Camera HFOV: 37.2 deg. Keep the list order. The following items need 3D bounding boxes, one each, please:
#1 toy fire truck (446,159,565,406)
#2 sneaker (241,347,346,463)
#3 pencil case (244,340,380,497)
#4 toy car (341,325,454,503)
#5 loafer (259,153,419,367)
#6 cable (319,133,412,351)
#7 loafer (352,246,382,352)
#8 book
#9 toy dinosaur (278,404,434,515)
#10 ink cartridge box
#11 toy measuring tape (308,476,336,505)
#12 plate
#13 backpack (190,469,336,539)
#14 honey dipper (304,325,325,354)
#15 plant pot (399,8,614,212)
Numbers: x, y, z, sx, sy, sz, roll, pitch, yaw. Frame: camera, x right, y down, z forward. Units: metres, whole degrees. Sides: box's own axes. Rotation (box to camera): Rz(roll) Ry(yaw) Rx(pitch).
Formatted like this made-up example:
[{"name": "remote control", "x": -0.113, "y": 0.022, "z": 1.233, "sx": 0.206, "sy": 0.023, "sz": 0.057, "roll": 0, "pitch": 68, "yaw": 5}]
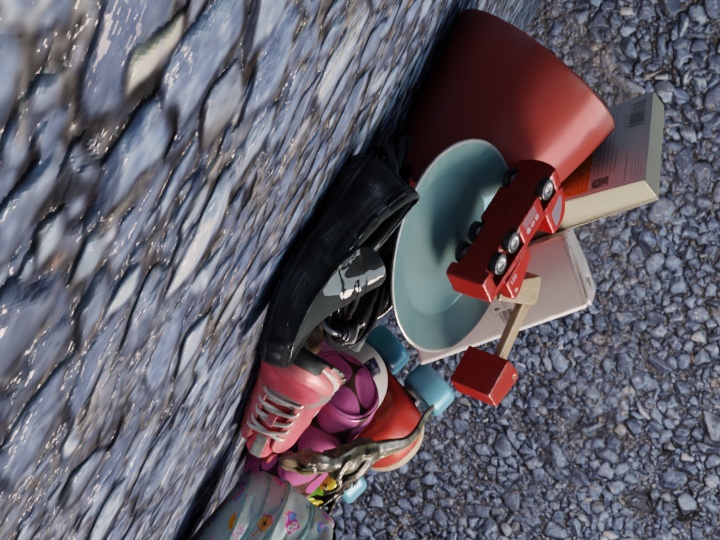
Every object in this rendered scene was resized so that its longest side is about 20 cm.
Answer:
[{"name": "toy fire truck", "x": 0.142, "y": 0.011, "z": 1.027, "sx": 0.201, "sy": 0.048, "sz": 0.142, "roll": -55, "pitch": 140, "yaw": -21}, {"name": "sneaker", "x": -0.066, "y": 0.123, "z": 0.938, "sx": 0.088, "sy": 0.073, "sz": 0.201, "roll": -60, "pitch": 174, "yaw": -22}, {"name": "pencil case", "x": -0.055, "y": 0.166, "z": 1.117, "sx": 0.090, "sy": 0.094, "sz": 0.201, "roll": -9, "pitch": 146, "yaw": -43}, {"name": "toy car", "x": -0.018, "y": 0.131, "z": 1.265, "sx": 0.184, "sy": 0.177, "sz": 0.201, "roll": -41, "pitch": 138, "yaw": -10}, {"name": "loafer", "x": -0.014, "y": -0.006, "z": 0.819, "sx": 0.202, "sy": 0.070, "sz": 0.068, "roll": -60, "pitch": 174, "yaw": -34}, {"name": "cable", "x": 0.016, "y": -0.024, "z": 0.967, "sx": 0.163, "sy": 0.050, "sz": 0.203, "roll": 37, "pitch": 69, "yaw": -68}, {"name": "loafer", "x": 0.000, "y": 0.000, "z": 1.112, "sx": 0.072, "sy": 0.062, "sz": 0.202, "roll": -65, "pitch": 175, "yaw": -53}, {"name": "book", "x": 0.231, "y": -0.110, "z": 1.168, "sx": 0.198, "sy": 0.048, "sz": 0.135, "roll": -18, "pitch": -137, "yaw": 38}, {"name": "toy dinosaur", "x": -0.005, "y": 0.190, "z": 1.056, "sx": 0.198, "sy": 0.048, "sz": 0.089, "roll": -12, "pitch": 142, "yaw": -45}, {"name": "ink cartridge box", "x": 0.158, "y": 0.025, "z": 1.209, "sx": 0.197, "sy": 0.086, "sz": 0.146, "roll": -19, "pitch": -178, "yaw": 15}, {"name": "toy measuring tape", "x": -0.101, "y": 0.271, "z": 1.244, "sx": 0.198, "sy": 0.074, "sz": 0.074, "roll": -29, "pitch": -164, "yaw": 34}, {"name": "plate", "x": 0.082, "y": -0.024, "z": 0.998, "sx": 0.199, "sy": 0.025, "sz": 0.204, "roll": -24, "pitch": 121, "yaw": -46}, {"name": "backpack", "x": -0.110, "y": 0.291, "z": 0.990, "sx": 0.201, "sy": 0.126, "sz": 0.167, "roll": -52, "pitch": -164, "yaw": 2}, {"name": "honey dipper", "x": -0.036, "y": 0.035, "z": 1.049, "sx": 0.038, "sy": 0.037, "sz": 0.201, "roll": -61, "pitch": 171, "yaw": -23}, {"name": "plant pot", "x": 0.133, "y": -0.138, "z": 1.113, "sx": 0.178, "sy": 0.199, "sz": 0.200, "roll": -52, "pitch": 176, "yaw": 3}]
